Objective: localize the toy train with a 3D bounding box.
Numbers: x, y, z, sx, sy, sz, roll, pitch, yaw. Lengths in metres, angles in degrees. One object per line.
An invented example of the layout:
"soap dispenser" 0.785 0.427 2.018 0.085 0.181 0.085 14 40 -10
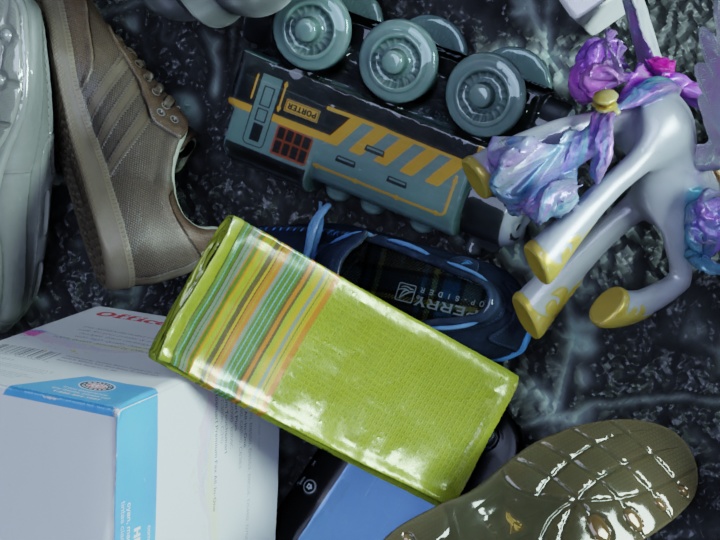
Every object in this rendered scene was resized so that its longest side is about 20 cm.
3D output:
"toy train" 0.019 -0.086 1.589 0.199 0.085 0.114 22 104 13

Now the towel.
"towel" -0.010 0.051 1.508 0.200 0.018 0.086 29 91 -26

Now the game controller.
"game controller" 0.006 0.145 1.592 0.104 0.042 0.200 35 95 14

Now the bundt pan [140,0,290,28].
"bundt pan" -0.058 -0.209 1.577 0.201 0.076 0.202 -19 38 16

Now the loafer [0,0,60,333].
"loafer" -0.206 -0.062 1.633 0.070 0.070 0.201 16 105 26

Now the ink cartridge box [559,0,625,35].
"ink cartridge box" 0.115 -0.246 1.576 0.116 0.067 0.200 -34 80 10

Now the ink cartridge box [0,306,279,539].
"ink cartridge box" -0.132 0.101 1.553 0.128 0.200 0.126 9 105 27

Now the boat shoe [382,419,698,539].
"boat shoe" 0.087 0.138 1.538 0.199 0.068 0.072 -23 80 -19

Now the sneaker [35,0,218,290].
"sneaker" -0.135 -0.082 1.636 0.075 0.071 0.201 -10 68 -15

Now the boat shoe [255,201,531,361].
"boat shoe" 0.000 0.000 1.579 0.199 0.069 0.085 3 75 23

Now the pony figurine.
"pony figurine" 0.155 -0.072 1.482 0.200 0.194 0.167 -33 39 -12
